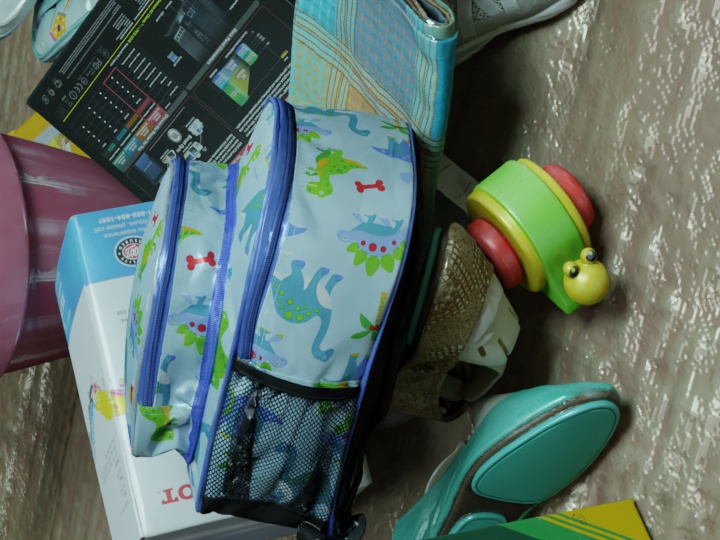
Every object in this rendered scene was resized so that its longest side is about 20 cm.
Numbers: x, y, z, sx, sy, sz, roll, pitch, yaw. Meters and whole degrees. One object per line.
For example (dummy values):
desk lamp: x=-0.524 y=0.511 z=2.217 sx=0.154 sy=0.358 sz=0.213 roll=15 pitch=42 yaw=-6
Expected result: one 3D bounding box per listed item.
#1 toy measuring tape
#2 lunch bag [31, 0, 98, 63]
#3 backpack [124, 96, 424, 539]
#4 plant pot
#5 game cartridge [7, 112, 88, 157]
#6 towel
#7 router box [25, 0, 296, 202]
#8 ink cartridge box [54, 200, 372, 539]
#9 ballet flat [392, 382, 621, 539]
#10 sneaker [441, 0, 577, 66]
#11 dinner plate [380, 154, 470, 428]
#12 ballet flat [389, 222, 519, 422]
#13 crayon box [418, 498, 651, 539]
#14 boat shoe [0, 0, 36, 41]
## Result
toy measuring tape: x=0.072 y=-0.045 z=0.970 sx=0.200 sy=0.073 sz=0.074 roll=45 pitch=124 yaw=42
lunch bag: x=-0.161 y=-0.231 z=1.227 sx=0.199 sy=0.077 sz=0.162 roll=-28 pitch=51 yaw=48
backpack: x=-0.047 y=0.013 z=0.912 sx=0.183 sy=0.145 sz=0.202 roll=-97 pitch=23 yaw=-63
plant pot: x=-0.247 y=-0.011 z=1.238 sx=0.199 sy=0.178 sz=0.203 roll=0 pitch=90 yaw=53
game cartridge: x=-0.254 y=-0.041 z=1.413 sx=0.199 sy=0.032 sz=0.178 roll=-29 pitch=68 yaw=46
towel: x=0.000 y=-0.094 z=0.997 sx=0.147 sy=0.022 sz=0.201 roll=47 pitch=145 yaw=37
router box: x=-0.104 y=-0.134 z=1.122 sx=0.150 sy=0.062 sz=0.200 roll=41 pitch=125 yaw=-6
ink cartridge box: x=-0.099 y=0.070 z=1.092 sx=0.146 sy=0.145 sz=0.202 roll=127 pitch=130 yaw=-67
ballet flat: x=0.073 y=0.113 z=0.981 sx=0.201 sy=0.067 sz=0.071 roll=-56 pitch=36 yaw=33
sneaker: x=0.063 y=-0.168 z=0.971 sx=0.200 sy=0.081 sz=0.075 roll=-38 pitch=63 yaw=46
dinner plate: x=0.000 y=0.000 z=1.102 sx=0.199 sy=0.024 sz=0.203 roll=3 pitch=94 yaw=51
ballet flat: x=0.054 y=0.033 z=0.957 sx=0.200 sy=0.065 sz=0.071 roll=105 pitch=-175 yaw=-69
crayon box: x=0.043 y=0.205 z=0.929 sx=0.200 sy=0.171 sz=0.059 roll=-49 pitch=58 yaw=39
boat shoe: x=-0.232 y=-0.256 z=1.206 sx=0.067 sy=0.073 sz=0.202 roll=21 pitch=94 yaw=56
